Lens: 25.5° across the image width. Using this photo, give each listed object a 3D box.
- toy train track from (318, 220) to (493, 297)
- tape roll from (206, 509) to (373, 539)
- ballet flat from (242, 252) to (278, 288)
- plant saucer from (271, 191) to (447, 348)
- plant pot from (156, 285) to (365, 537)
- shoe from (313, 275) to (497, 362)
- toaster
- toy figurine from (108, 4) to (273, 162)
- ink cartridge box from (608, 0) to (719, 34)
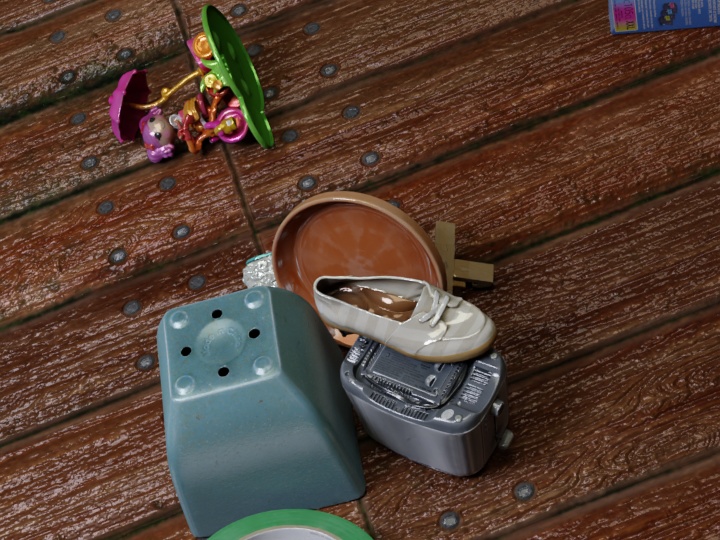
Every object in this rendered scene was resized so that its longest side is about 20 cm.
[{"bbox_3d":[0.049,-0.004,1.783,0.198,0.033,0.116,9,60,-6],"label":"toy train track"},{"bbox_3d":[-0.073,0.316,1.556,0.198,0.049,0.201,-3,32,2],"label":"tape roll"},{"bbox_3d":[-0.038,-0.006,1.826,0.198,0.072,0.072,-20,51,8],"label":"ballet flat"},{"bbox_3d":[0.000,0.000,1.726,0.198,0.202,0.032,7,36,20],"label":"plant saucer"},{"bbox_3d":[-0.121,0.128,1.658,0.194,0.201,0.198,-15,51,5],"label":"plant pot"},{"bbox_3d":[0.041,0.044,1.603,0.198,0.054,0.070,11,58,22],"label":"shoe"},{"bbox_3d":[0.065,0.130,1.651,0.198,0.130,0.114,19,60,26],"label":"toaster"},{"bbox_3d":[-0.225,-0.204,2.000,0.183,0.150,0.202,-26,75,12],"label":"toy figurine"},{"bbox_3d":[0.407,-0.372,1.962,0.198,0.077,0.138,-2,54,12],"label":"ink cartridge box"}]
